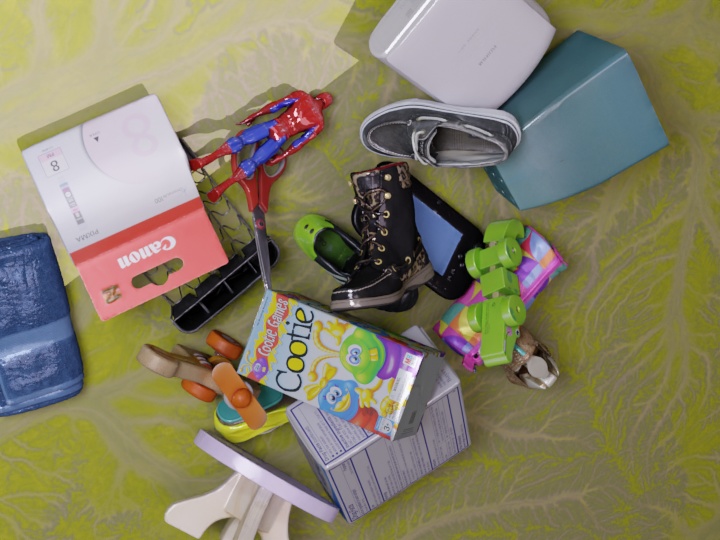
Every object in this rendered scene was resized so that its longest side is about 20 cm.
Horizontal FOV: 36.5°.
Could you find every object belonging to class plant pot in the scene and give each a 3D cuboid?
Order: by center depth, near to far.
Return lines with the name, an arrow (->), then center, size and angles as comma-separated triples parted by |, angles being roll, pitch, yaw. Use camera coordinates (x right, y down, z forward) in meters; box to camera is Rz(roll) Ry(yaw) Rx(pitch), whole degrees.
plant pot -> 0.247, -0.177, 1.374 | 0.199, 0.141, 0.142 | -33, 116, 0

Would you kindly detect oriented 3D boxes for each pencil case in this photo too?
pencil case -> 0.185, 0.038, 1.441 | 0.088, 0.088, 0.200 | 40, 88, -27

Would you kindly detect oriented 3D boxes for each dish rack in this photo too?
dish rack -> -0.208, -0.046, 1.272 | 0.153, 0.055, 0.200 | -40, 116, -7

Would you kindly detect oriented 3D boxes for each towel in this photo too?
towel -> -0.383, 0.062, 1.238 | 0.111, 0.049, 0.202 | -15, 111, -18

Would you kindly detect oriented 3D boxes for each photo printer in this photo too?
photo printer -> 0.129, -0.275, 1.298 | 0.199, 0.070, 0.167 | 28, 111, -40

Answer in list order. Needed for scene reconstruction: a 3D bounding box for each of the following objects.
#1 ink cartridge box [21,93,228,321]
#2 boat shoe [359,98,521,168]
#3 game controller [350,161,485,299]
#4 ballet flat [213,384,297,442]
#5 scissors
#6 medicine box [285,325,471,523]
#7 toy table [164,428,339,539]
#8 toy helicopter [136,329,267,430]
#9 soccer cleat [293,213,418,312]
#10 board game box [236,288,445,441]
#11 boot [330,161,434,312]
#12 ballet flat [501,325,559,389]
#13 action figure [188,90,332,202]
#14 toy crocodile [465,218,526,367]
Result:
ink cartridge box -> -0.256, -0.071, 1.201 | 0.162, 0.057, 0.201 | -25, 82, -11
boat shoe -> 0.087, -0.159, 1.291 | 0.198, 0.071, 0.073 | 1, 121, 21
game controller -> 0.074, -0.048, 1.382 | 0.199, 0.042, 0.105 | 35, 65, -27
ballet flat -> -0.090, 0.166, 1.389 | 0.198, 0.067, 0.067 | -21, 134, -12
scissors -> -0.125, -0.066, 1.271 | 0.073, 0.014, 0.202 | 16, 71, -33
medicine box -> 0.027, 0.197, 1.374 | 0.199, 0.103, 0.183 | -31, 147, -10
toy table -> -0.139, 0.296, 1.351 | 0.199, 0.184, 0.118 | 29, 83, 4
toy helicopter -> -0.181, 0.123, 1.258 | 0.079, 0.132, 0.200 | -58, 150, 3
soccer cleat -> 0.000, 0.000, 1.355 | 0.199, 0.081, 0.068 | 35, 92, -27
board game box -> -0.021, 0.105, 1.245 | 0.199, 0.105, 0.104 | 21, 93, 18
boot -> 0.016, -0.040, 1.265 | 0.200, 0.073, 0.152 | -24, 106, -54
ballet flat -> 0.225, 0.127, 1.446 | 0.071, 0.065, 0.200 | -51, 149, 4
action figure -> -0.107, -0.155, 1.263 | 0.199, 0.052, 0.066 | -37, 99, -26
toy crocodile -> 0.176, 0.025, 1.367 | 0.062, 0.067, 0.202 | 26, 55, -40
